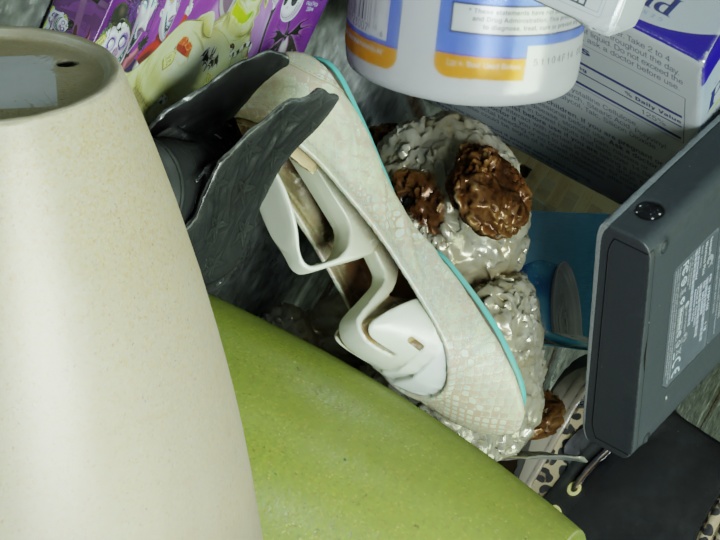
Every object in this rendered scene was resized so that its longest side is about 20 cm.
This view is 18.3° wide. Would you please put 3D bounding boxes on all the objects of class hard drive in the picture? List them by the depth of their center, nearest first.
[{"bbox_3d":[0.183,-0.015,1.134,0.200,0.033,0.140,-40,143,-37],"label":"hard drive"}]

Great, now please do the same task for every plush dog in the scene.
[{"bbox_3d":[0.043,0.006,1.142,0.159,0.199,0.174,-3,99,-30],"label":"plush dog"}]

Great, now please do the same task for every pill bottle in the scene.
[{"bbox_3d":[0.055,-0.185,1.012,0.112,0.111,0.202,-30,131,-58],"label":"pill bottle"}]

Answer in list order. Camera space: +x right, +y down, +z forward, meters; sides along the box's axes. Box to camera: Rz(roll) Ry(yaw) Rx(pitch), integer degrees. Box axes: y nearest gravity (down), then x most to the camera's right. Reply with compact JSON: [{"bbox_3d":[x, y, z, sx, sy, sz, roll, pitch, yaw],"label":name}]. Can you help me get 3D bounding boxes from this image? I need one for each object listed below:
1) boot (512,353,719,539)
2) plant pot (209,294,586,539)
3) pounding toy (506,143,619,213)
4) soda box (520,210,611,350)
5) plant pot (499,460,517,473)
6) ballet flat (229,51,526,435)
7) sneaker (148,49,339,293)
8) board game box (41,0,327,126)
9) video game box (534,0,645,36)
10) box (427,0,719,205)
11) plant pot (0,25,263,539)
[{"bbox_3d":[0.142,0.162,1.196,0.073,0.150,0.201,17,98,-54],"label":"boot"},{"bbox_3d":[-0.008,0.129,0.992,0.187,0.198,0.189,17,90,-72],"label":"plant pot"},{"bbox_3d":[0.148,-0.106,1.404,0.185,0.141,0.200,-58,172,-13],"label":"pounding toy"},{"bbox_3d":[0.097,0.005,1.251,0.064,0.199,0.068,16,83,-37],"label":"soda box"},{"bbox_3d":[0.000,0.201,1.284,0.200,0.186,0.188,-32,144,-58],"label":"plant pot"},{"bbox_3d":[0.000,0.000,0.989,0.062,0.201,0.067,-37,-171,-35],"label":"ballet flat"},{"bbox_3d":[-0.091,0.002,0.927,0.104,0.060,0.201,-13,137,-58],"label":"sneaker"},{"bbox_3d":[-0.070,-0.104,0.941,0.121,0.032,0.200,-70,161,5],"label":"board game box"},{"bbox_3d":[0.060,-0.221,0.891,0.047,0.181,0.201,-29,142,-65],"label":"video game box"},{"bbox_3d":[0.125,-0.136,1.176,0.105,0.183,0.200,-54,160,-17],"label":"box"},{"bbox_3d":[-0.123,0.026,0.771,0.187,0.186,0.202,-37,135,-53],"label":"plant pot"}]
